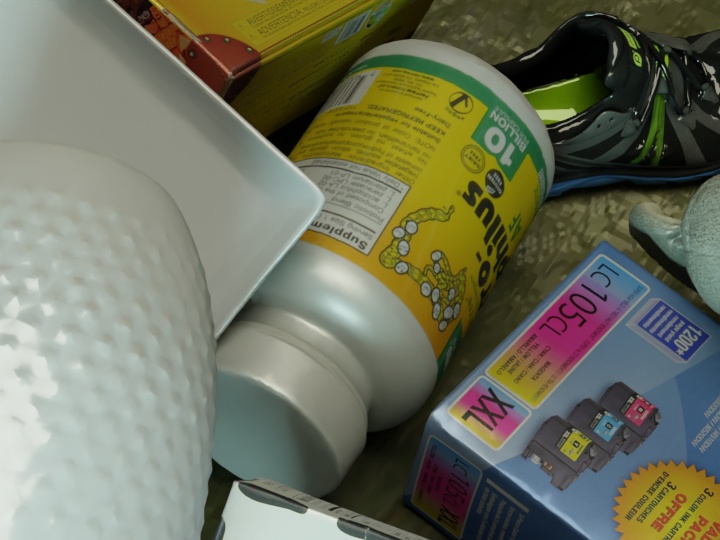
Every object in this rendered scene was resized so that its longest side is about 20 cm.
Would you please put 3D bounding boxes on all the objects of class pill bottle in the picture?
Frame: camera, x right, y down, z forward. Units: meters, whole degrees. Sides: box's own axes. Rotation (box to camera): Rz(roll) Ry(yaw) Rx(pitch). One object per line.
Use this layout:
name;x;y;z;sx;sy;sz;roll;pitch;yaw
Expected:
pill bottle;0.000;0.000;0.976;0.112;0.113;0.200;26;55;10

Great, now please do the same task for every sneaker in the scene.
sneaker;0.136;-0.087;1.074;0.199;0.083;0.071;-12;58;-16

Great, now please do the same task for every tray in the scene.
tray;-0.115;-0.056;0.920;0.200;0.022;0.107;42;104;10

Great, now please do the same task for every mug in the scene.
mug;-0.145;0.054;0.806;0.199;0.147;0.176;-9;62;38

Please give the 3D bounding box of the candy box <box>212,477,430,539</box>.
candy box;0.019;0.190;0.826;0.199;0.072;0.168;19;87;6

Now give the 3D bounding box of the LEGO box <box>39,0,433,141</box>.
LEGO box;-0.070;-0.141;1.010;0.149;0.077;0.200;42;40;11

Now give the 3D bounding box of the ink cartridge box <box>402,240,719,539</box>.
ink cartridge box;0.140;0.100;0.950;0.200;0.076;0.136;38;59;16

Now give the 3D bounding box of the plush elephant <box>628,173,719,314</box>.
plush elephant;0.209;-0.026;0.969;0.154;0.165;0.201;17;92;-26
